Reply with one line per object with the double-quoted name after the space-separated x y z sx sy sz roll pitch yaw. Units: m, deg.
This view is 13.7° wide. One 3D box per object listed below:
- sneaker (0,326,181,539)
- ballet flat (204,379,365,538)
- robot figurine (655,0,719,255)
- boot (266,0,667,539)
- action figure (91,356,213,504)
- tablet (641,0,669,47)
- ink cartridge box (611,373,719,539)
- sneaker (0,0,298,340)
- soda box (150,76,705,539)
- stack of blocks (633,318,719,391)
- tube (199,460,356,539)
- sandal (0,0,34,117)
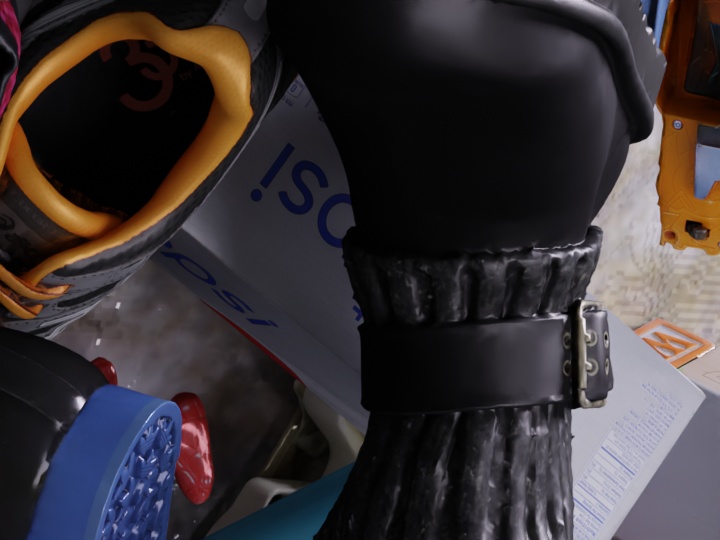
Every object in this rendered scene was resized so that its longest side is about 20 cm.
-0.096 0.082 0.751 0.070 0.078 0.201 -57 167 -42 "sneaker"
-0.008 0.068 0.960 0.201 0.069 0.069 -58 144 -10 "ballet flat"
0.133 -0.112 0.956 0.145 0.058 0.201 -66 164 -51 "robot figurine"
0.019 0.003 0.729 0.211 0.079 0.159 29 76 -67 "boot"
-0.128 0.102 0.827 0.199 0.065 0.100 -20 117 -44 "action figure"
0.094 -0.136 0.927 0.200 0.014 0.131 38 66 -76 "tablet"
0.136 0.101 0.983 0.084 0.145 0.200 -62 147 -4 "ink cartridge box"
-0.093 -0.013 0.745 0.078 0.077 0.200 41 104 -13 "sneaker"
0.000 0.000 0.850 0.200 0.068 0.064 40 77 -22 "soda box"
0.064 0.109 1.080 0.199 0.058 0.116 -26 129 -41 "stack of blocks"
-0.067 0.122 0.892 0.199 0.050 0.078 -28 104 -13 "tube"
-0.115 -0.030 0.674 0.201 0.045 0.075 -58 142 -8 "sandal"
